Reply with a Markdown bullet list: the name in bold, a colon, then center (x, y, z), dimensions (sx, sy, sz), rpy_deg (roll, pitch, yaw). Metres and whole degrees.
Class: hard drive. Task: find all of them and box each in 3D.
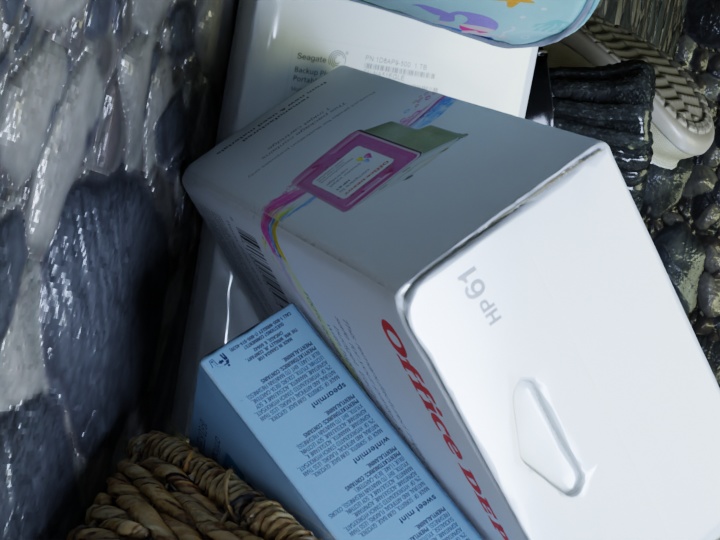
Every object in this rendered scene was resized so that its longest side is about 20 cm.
- **hard drive**: center (0.000, -0.027, 0.700), dimensions (0.027, 0.132, 0.200), rpy_deg (27, -71, 59)

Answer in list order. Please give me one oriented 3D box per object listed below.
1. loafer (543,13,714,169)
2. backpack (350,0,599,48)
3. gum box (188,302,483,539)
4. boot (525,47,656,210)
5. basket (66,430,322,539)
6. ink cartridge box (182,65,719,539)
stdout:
- **loafer**: center (0.108, -0.111, 0.929), dimensions (0.076, 0.200, 0.068), rpy_deg (-3, 129, -50)
- **backpack**: center (0.033, -0.164, 0.574), dimensions (0.200, 0.177, 0.151), rpy_deg (74, 34, -83)
- **gum box**: center (0.010, 0.132, 0.615), dimensions (0.045, 0.200, 0.170), rpy_deg (-31, 160, -23)
- **boot**: center (0.057, -0.076, 0.782), dimensions (0.211, 0.158, 0.080), rpy_deg (3, 99, -77)
- **basket**: center (-0.024, 0.170, 0.595), dimensions (0.149, 0.142, 0.200), rpy_deg (-56, 134, -50)
- **ink cartridge box**: center (0.033, 0.019, 0.595), dimensions (0.085, 0.200, 0.145), rpy_deg (-35, 115, -12)
